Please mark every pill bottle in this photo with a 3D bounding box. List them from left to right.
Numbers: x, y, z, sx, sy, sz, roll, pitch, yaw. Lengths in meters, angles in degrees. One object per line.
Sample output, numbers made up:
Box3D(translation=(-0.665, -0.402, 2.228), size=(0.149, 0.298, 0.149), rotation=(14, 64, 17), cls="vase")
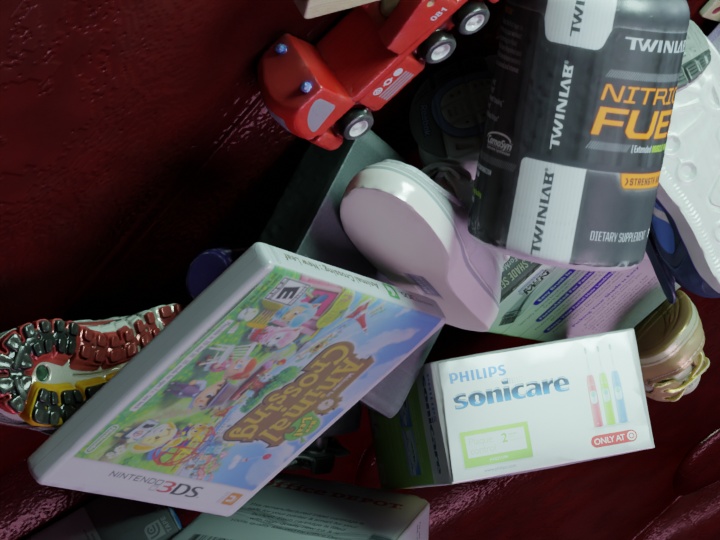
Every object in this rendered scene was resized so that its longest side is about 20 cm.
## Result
Box3D(translation=(0.127, -0.108, 1.296), size=(0.106, 0.106, 0.201), rotation=(-4, 108, -45), cls="pill bottle")

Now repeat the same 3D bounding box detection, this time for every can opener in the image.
Box3D(translation=(-0.086, 0.121, 1.585), size=(0.200, 0.053, 0.067), rotation=(-8, 110, -43), cls="can opener")

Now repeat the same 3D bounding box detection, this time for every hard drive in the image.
Box3D(translation=(0.000, 0.000, 1.409), size=(0.140, 0.033, 0.200), rotation=(-62, 149, -5), cls="hard drive")

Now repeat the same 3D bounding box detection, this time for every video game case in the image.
Box3D(translation=(-0.069, 0.070, 1.335), size=(0.200, 0.022, 0.182), rotation=(-43, 148, 20), cls="video game case")

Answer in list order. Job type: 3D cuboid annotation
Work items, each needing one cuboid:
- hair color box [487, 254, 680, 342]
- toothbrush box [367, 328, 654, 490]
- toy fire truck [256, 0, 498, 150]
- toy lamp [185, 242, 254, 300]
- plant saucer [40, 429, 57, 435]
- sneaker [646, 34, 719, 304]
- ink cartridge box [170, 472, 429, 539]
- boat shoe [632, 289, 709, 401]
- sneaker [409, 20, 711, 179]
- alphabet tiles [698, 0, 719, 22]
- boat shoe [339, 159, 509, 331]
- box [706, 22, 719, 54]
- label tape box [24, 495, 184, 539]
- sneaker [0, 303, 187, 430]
Box3D(translation=(0.149, -0.005, 1.605), size=(0.109, 0.065, 0.200), rotation=(-43, 154, 21), cls="hair color box")
Box3D(translation=(0.098, 0.099, 1.576), size=(0.145, 0.086, 0.200), rotation=(-9, 174, -15), cls="toothbrush box")
Box3D(translation=(0.009, -0.154, 1.217), size=(0.200, 0.049, 0.141), rotation=(-41, 152, 17), cls="toy fire truck")
Box3D(translation=(-0.042, 0.019, 1.444), size=(0.058, 0.058, 0.200), rotation=(-42, 153, 16), cls="toy lamp")
Box3D(translation=(-0.118, 0.090, 1.477), size=(0.200, 0.070, 0.019), rotation=(-4, 102, -44), cls="plant saucer")
Box3D(translation=(0.206, -0.075, 1.520), size=(0.080, 0.201, 0.146), rotation=(-26, -168, -9), cls="sneaker")
Box3D(translation=(-0.050, 0.216, 1.552), size=(0.200, 0.146, 0.083), rotation=(-38, 133, -63), cls="ink cartridge box")
Box3D(translation=(0.229, 0.063, 1.709), size=(0.074, 0.069, 0.200), rotation=(-45, -176, -4), cls="boat shoe")
Box3D(translation=(0.121, -0.109, 1.407), size=(0.199, 0.075, 0.087), rotation=(-18, 159, -9), cls="sneaker")
Box3D(translation=(0.312, -0.229, 1.474), size=(0.200, 0.006, 0.166), rotation=(-47, 150, 25), cls="alphabet tiles")
Box3D(translation=(0.048, -0.027, 1.368), size=(0.200, 0.072, 0.069), rotation=(45, 60, -55), cls="boat shoe")
Box3D(translation=(0.298, -0.194, 1.464), size=(0.041, 0.039, 0.200), rotation=(3, 136, -52), cls="box")
Box3D(translation=(-0.209, 0.239, 1.617), size=(0.200, 0.066, 0.143), rotation=(-28, 152, -6), cls="label tape box")
Box3D(translation=(-0.158, 0.059, 1.369), size=(0.082, 0.078, 0.200), rotation=(-8, 170, 44), cls="sneaker")
